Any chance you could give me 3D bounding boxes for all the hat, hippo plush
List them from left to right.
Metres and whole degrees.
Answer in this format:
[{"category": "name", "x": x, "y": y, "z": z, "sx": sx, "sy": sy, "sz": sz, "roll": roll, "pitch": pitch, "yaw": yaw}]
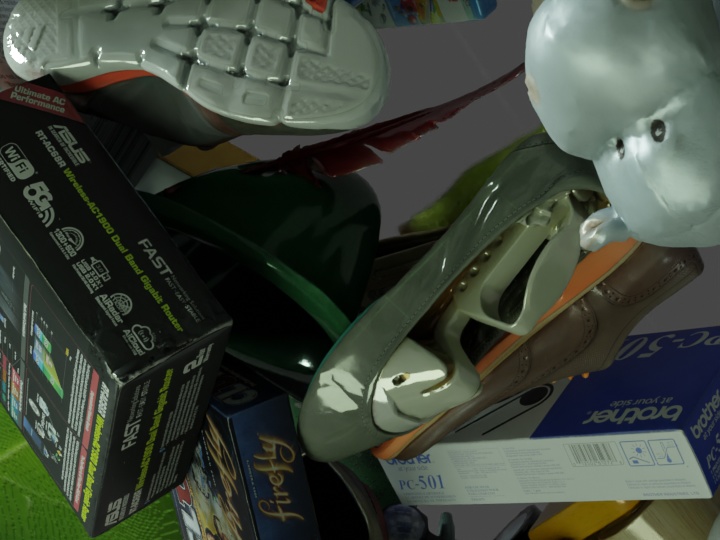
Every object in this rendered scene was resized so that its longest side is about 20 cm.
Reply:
[{"category": "hat", "x": -0.021, "y": -0.051, "z": 0.848, "sx": 0.199, "sy": 0.176, "sz": 0.166, "roll": 23, "pitch": 159, "yaw": 17}, {"category": "hippo plush", "x": 0.129, "y": -0.069, "z": 0.676, "sx": 0.159, "sy": 0.161, "sz": 0.200, "roll": -26, "pitch": 104, "yaw": 46}]

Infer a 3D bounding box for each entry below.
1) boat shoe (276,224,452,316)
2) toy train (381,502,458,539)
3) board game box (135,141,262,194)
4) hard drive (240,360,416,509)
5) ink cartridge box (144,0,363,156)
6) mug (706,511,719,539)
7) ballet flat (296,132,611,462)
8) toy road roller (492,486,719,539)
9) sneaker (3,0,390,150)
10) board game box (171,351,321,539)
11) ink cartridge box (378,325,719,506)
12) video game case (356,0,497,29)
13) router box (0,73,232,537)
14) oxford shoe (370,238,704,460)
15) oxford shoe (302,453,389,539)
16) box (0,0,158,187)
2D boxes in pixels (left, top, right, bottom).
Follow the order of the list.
[{"category": "boat shoe", "x": 0.000, "y": 0.000, "z": 0.908, "sx": 0.199, "sy": 0.073, "sz": 0.063, "roll": -2, "pitch": 111, "yaw": 25}, {"category": "toy train", "x": 0.015, "y": 0.226, "z": 1.006, "sx": 0.085, "sy": 0.114, "sz": 0.200, "roll": 6, "pitch": 143, "yaw": -2}, {"category": "board game box", "x": -0.153, "y": -0.044, "z": 1.012, "sx": 0.199, "sy": 0.040, "sz": 0.153, "roll": 30, "pitch": 136, "yaw": 16}, {"category": "hard drive", "x": -0.056, "y": 0.100, "z": 1.012, "sx": 0.199, "sy": 0.038, "sz": 0.140, "roll": 30, "pitch": 139, "yaw": -7}, {"category": "ink cartridge box", "x": -0.070, "y": -0.168, "z": 0.788, "sx": 0.147, "sy": 0.086, "sz": 0.200, "roll": 50, "pitch": 137, "yaw": -7}, {"category": "mug", "x": 0.256, "y": 0.182, "z": 0.762, "sx": 0.175, "sy": 0.147, "sz": 0.201, "roll": 2, "pitch": 89, "yaw": 48}, {"category": "ballet flat", "x": 0.045, "y": 0.024, "z": 0.756, "sx": 0.067, "sy": 0.200, "sz": 0.064, "roll": 32, "pitch": -169, "yaw": -44}, {"category": "toy road roller", "x": 0.130, "y": 0.200, "z": 0.898, "sx": 0.123, "sy": 0.146, "sz": 0.200, "roll": 44, "pitch": 138, "yaw": 1}, {"category": "sneaker", "x": -0.068, "y": -0.093, "z": 0.750, "sx": 0.199, "sy": 0.077, "sz": 0.082, "roll": 14, "pitch": 159, "yaw": 28}, {"category": "board game box", "x": -0.059, "y": 0.141, "z": 0.846, "sx": 0.135, "sy": 0.034, "sz": 0.201, "roll": 25, "pitch": 130, "yaw": 60}, {"category": "ink cartridge box", "x": 0.111, "y": 0.079, "z": 0.858, "sx": 0.199, "sy": 0.094, "sz": 0.044, "roll": -9, "pitch": 116, "yaw": 42}, {"category": "video game case", "x": -0.036, "y": -0.188, "z": 0.821, "sx": 0.199, "sy": 0.018, "sz": 0.144, "roll": 2, "pitch": 122, "yaw": 38}, {"category": "router box", "x": -0.139, "y": 0.024, "z": 0.777, "sx": 0.150, "sy": 0.062, "sz": 0.200, "roll": 53, "pitch": 154, "yaw": 16}, {"category": "oxford shoe", "x": 0.087, "y": 0.041, "z": 0.820, "sx": 0.073, "sy": 0.071, "sz": 0.200, "roll": 39, "pitch": 113, "yaw": -24}, {"category": "oxford shoe", "x": -0.004, "y": 0.192, "z": 0.876, "sx": 0.075, "sy": 0.070, "sz": 0.201, "roll": 63, "pitch": -177, "yaw": -57}, {"category": "box", "x": -0.229, "y": -0.115, "z": 0.876, "sx": 0.200, "sy": 0.184, "sz": 0.105, "roll": 42, "pitch": 109, "yaw": 14}]
